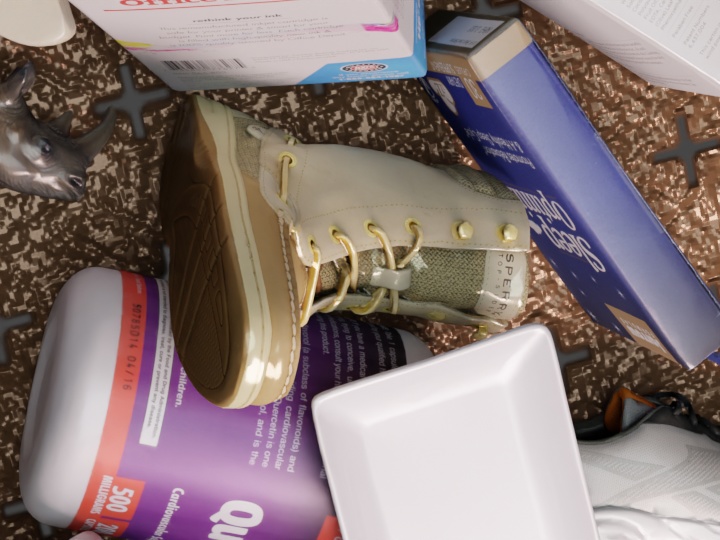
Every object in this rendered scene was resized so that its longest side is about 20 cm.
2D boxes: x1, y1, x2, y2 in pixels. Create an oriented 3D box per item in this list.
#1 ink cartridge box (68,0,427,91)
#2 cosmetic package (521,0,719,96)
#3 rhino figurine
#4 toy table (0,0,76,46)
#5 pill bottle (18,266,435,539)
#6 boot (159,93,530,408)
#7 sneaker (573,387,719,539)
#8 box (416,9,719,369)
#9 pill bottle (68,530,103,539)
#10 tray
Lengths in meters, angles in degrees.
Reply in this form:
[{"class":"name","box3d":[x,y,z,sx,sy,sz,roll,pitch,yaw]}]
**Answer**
[{"class":"ink cartridge box","box3d":[-0.045,-0.126,0.816,0.115,0.200,0.068,-3,82,10]},{"class":"cosmetic package","box3d":[0.085,-0.160,0.907,0.200,0.108,0.085,31,91,-17]},{"class":"rhino figurine","box3d":[-0.198,-0.040,0.886,0.200,0.060,0.088,-18,91,-13]},{"class":"toy table","box3d":[-0.195,-0.165,0.816,0.117,0.184,0.200,-18,108,6]},{"class":"pill bottle","box3d":[-0.041,0.070,0.911,0.200,0.112,0.113,12,96,-14]},{"class":"boot","box3d":[0.000,0.000,0.870,0.155,0.200,0.073,13,114,-16]},{"class":"sneaker","box3d":[0.157,0.093,0.981,0.200,0.074,0.079,-2,94,-12]},{"class":"box","box3d":[0.097,-0.025,0.922,0.032,0.121,0.200,-40,105,-5]},{"class":"pill bottle","box3d":[-0.072,0.207,0.849,0.120,0.120,0.200,-45,80,-3]},{"class":"tray","box3d":[0.049,0.128,0.873,0.107,0.022,0.200,-17,103,-14]}]
